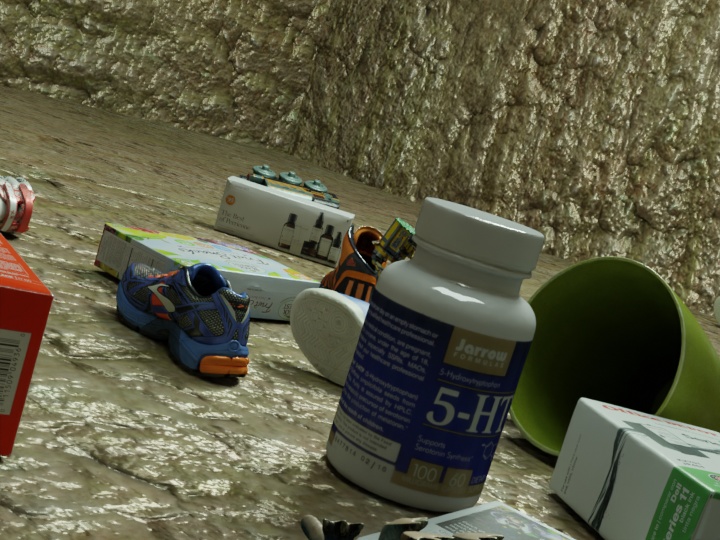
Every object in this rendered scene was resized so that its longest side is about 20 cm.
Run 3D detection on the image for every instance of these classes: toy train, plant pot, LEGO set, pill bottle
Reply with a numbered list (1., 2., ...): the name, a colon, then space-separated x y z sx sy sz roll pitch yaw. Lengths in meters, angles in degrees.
1. toy train: -0.130 -0.130 2.146 0.199 0.086 0.114 14 18 -21
2. plant pot: 0.265 0.111 1.102 0.199 0.188 0.187 29 -2 -42
3. LEGO set: 0.076 0.050 1.227 0.153 0.116 0.200 26 15 -45
4. pill bottle: 0.058 0.057 0.836 0.119 0.202 0.120 16 8 -2

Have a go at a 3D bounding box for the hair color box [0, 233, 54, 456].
1. hair color box: -0.253 0.028 0.724 0.061 0.102 0.200 12 9 -31

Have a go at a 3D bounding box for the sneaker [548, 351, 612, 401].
1. sneaker: 0.214 0.128 1.211 0.199 0.078 0.085 20 -6 -35

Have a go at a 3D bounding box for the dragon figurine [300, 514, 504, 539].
1. dragon figurine: 0.015 0.164 0.525 0.059 0.100 0.199 9 -8 -38

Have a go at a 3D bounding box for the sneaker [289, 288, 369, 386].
1. sneaker: 0.034 0.075 1.094 0.199 0.077 0.111 26 17 25

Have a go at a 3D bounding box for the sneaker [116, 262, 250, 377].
1. sneaker: -0.149 0.027 1.028 0.075 0.079 0.199 11 10 -42

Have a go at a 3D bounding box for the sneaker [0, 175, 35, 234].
1. sneaker: -0.392 -0.071 1.209 0.107 0.068 0.201 12 7 -18

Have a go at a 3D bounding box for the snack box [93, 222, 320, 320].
1. snack box: -0.161 0.004 1.249 0.142 0.053 0.199 26 11 39

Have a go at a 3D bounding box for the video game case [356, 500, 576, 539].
1. video game case: 0.119 0.195 0.681 0.199 0.024 0.181 22 9 32

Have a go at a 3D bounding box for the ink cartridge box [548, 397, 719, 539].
1. ink cartridge box: 0.250 0.175 0.869 0.146 0.084 0.200 15 7 -19

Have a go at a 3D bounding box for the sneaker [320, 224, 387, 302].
1. sneaker: 0.000 0.000 1.408 0.077 0.113 0.200 16 8 -10

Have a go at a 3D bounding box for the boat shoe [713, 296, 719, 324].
1. boat shoe: 0.877 0.114 2.653 0.062 0.072 0.200 -2 21 -20

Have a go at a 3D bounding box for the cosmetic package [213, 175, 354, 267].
1. cosmetic package: -0.115 -0.074 1.772 0.198 0.083 0.051 17 8 1
